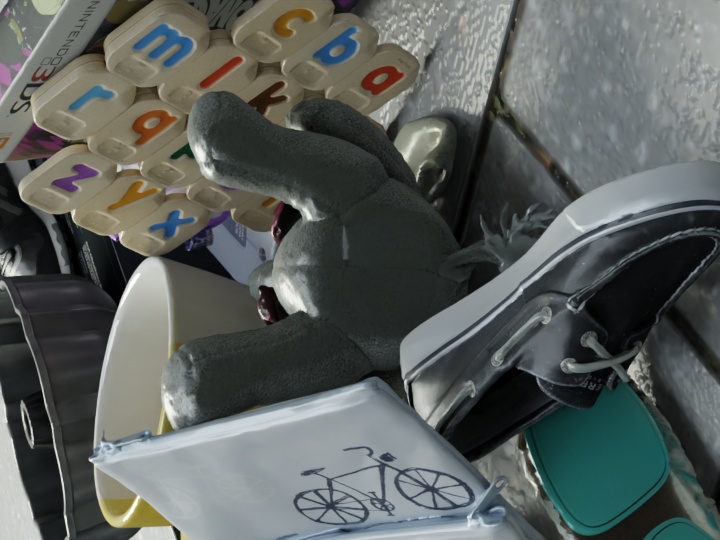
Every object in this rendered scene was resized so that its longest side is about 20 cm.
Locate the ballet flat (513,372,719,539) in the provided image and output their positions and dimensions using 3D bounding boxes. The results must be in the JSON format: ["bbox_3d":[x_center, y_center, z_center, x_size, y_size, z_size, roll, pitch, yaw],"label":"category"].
[{"bbox_3d":[0.131,0.122,0.832,0.200,0.072,0.072,58,148,35],"label":"ballet flat"}]

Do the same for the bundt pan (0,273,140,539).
[{"bbox_3d":[-0.185,0.094,1.230,0.202,0.076,0.203,168,90,-70],"label":"bundt pan"}]

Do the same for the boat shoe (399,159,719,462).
[{"bbox_3d":[0.092,0.025,0.796,0.200,0.072,0.068,-35,51,37],"label":"boat shoe"}]

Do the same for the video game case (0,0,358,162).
[{"bbox_3d":[-0.096,-0.126,0.960,0.181,0.200,0.036,-45,65,42],"label":"video game case"}]

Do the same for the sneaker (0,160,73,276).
[{"bbox_3d":[-0.272,-0.031,1.346,0.200,0.087,0.076,63,152,27],"label":"sneaker"}]

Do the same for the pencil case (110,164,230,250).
[{"bbox_3d":[-0.121,-0.117,1.106,0.084,0.085,0.201,36,132,53],"label":"pencil case"}]

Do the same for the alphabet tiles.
[{"bbox_3d":[-0.074,-0.076,0.972,0.195,0.200,0.015,-33,57,22],"label":"alphabet tiles"}]

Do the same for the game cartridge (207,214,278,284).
[{"bbox_3d":[-0.065,-0.085,1.143,0.133,0.041,0.201,50,143,47],"label":"game cartridge"}]

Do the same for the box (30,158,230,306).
[{"bbox_3d":[-0.164,-0.026,1.313,0.201,0.079,0.141,70,157,13],"label":"box"}]

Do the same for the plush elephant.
[{"bbox_3d":[0.000,0.000,0.944,0.155,0.199,0.165,119,149,-83],"label":"plush elephant"}]

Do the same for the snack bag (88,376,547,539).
[{"bbox_3d":[-0.003,0.126,0.877,0.188,0.021,0.200,-16,131,37],"label":"snack bag"}]

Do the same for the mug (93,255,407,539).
[{"bbox_3d":[-0.060,0.096,1.049,0.149,0.153,0.187,154,123,-64],"label":"mug"}]

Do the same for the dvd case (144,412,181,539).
[{"bbox_3d":[-0.092,0.177,1.178,0.200,0.017,0.143,67,-178,-71],"label":"dvd case"}]
